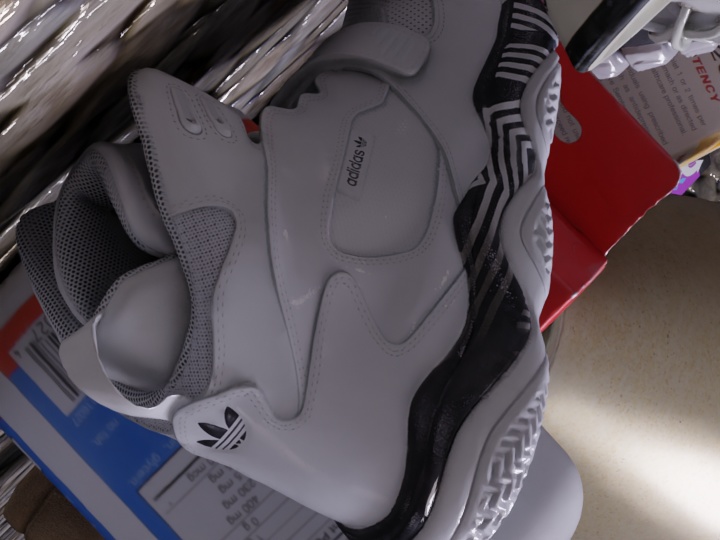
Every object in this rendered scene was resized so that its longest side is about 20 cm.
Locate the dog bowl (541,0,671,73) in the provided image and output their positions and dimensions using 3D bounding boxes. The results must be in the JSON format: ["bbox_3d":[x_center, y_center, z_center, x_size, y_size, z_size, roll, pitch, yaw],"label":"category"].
[{"bbox_3d":[0.094,-0.136,0.471,0.200,0.074,0.200,-44,179,-1],"label":"dog bowl"}]

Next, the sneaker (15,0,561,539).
[{"bbox_3d":[-0.015,-0.030,0.551,0.075,0.114,0.201,-45,-148,42],"label":"sneaker"}]

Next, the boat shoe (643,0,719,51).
[{"bbox_3d":[0.110,-0.100,0.698,0.199,0.066,0.072,-18,-176,-17],"label":"boat shoe"}]

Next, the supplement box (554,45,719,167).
[{"bbox_3d":[0.078,-0.056,1.002,0.199,0.074,0.126,-26,177,-3],"label":"supplement box"}]

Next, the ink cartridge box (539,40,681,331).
[{"bbox_3d":[0.000,0.000,0.769,0.200,0.116,0.067,-45,177,18],"label":"ink cartridge box"}]

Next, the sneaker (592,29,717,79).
[{"bbox_3d":[0.115,-0.140,0.841,0.198,0.113,0.078,-9,-155,18],"label":"sneaker"}]

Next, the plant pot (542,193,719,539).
[{"bbox_3d":[0.092,0.044,0.888,0.187,0.188,0.199,-44,145,18],"label":"plant pot"}]

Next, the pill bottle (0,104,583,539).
[{"bbox_3d":[-0.009,0.061,0.628,0.112,0.200,0.112,-43,178,-1],"label":"pill bottle"}]

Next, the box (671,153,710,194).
[{"bbox_3d":[0.055,-0.025,1.101,0.200,0.143,0.036,-43,141,-21],"label":"box"}]

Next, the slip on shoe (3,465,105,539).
[{"bbox_3d":[-0.088,0.050,0.916,0.076,0.060,0.201,-55,-170,42],"label":"slip on shoe"}]
